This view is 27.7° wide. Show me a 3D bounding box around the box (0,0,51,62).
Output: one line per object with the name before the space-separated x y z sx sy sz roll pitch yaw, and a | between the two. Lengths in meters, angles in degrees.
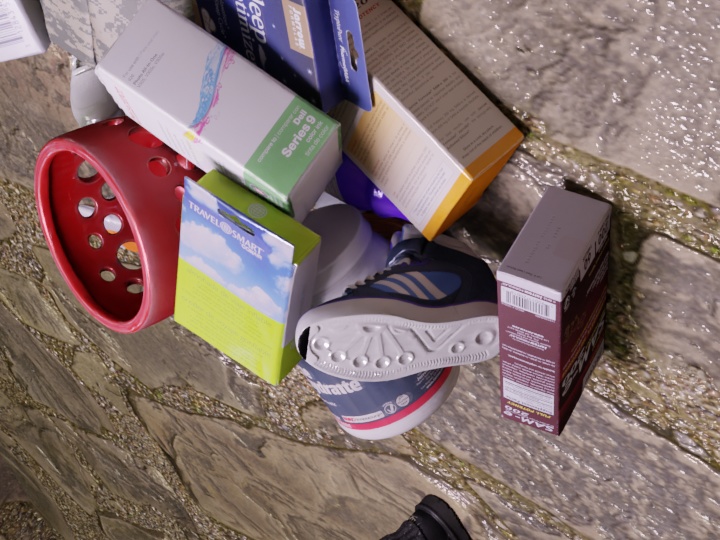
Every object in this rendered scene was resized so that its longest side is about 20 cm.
box | -0.372 -0.335 1.468 0.105 0.200 0.184 -10 126 15

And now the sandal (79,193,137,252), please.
sandal | -0.214 -0.051 1.619 0.206 0.059 0.079 14 159 18

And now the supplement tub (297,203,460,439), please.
supplement tub | -0.004 0.051 1.406 0.140 0.140 0.200 10 140 52

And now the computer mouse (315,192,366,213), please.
computer mouse | 0.000 0.000 1.540 0.110 0.044 0.200 6 132 55

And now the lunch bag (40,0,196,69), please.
lunch bag | -0.203 -0.265 1.389 0.168 0.139 0.200 34 155 10

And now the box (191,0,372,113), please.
box | -0.074 -0.209 1.226 0.200 0.032 0.121 32 147 34

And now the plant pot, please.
plant pot | -0.193 -0.062 1.429 0.200 0.182 0.201 28 131 38

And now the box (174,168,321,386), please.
box | -0.101 0.002 1.281 0.122 0.048 0.200 32 143 16

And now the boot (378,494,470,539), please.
boot | 0.083 0.405 1.830 0.211 0.158 0.079 55 153 -13

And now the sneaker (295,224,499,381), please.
sneaker | 0.026 0.021 1.294 0.147 0.199 0.081 -114 27 -50

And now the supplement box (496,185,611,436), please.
supplement box | 0.166 0.038 1.252 0.061 0.109 0.200 20 145 22

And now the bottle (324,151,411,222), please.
bottle | -0.004 -0.101 1.385 0.200 0.065 0.084 29 153 34

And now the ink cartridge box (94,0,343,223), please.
ink cartridge box | -0.118 -0.133 1.270 0.200 0.088 0.145 33 173 6

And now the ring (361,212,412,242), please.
ring | 0.041 0.021 1.479 0.200 0.019 0.201 19 136 20

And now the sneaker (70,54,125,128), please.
sneaker | -0.271 -0.224 1.502 0.076 0.200 0.081 -15 134 13

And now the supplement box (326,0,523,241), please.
supplement box | 0.033 -0.140 1.264 0.200 0.073 0.126 47 154 7
